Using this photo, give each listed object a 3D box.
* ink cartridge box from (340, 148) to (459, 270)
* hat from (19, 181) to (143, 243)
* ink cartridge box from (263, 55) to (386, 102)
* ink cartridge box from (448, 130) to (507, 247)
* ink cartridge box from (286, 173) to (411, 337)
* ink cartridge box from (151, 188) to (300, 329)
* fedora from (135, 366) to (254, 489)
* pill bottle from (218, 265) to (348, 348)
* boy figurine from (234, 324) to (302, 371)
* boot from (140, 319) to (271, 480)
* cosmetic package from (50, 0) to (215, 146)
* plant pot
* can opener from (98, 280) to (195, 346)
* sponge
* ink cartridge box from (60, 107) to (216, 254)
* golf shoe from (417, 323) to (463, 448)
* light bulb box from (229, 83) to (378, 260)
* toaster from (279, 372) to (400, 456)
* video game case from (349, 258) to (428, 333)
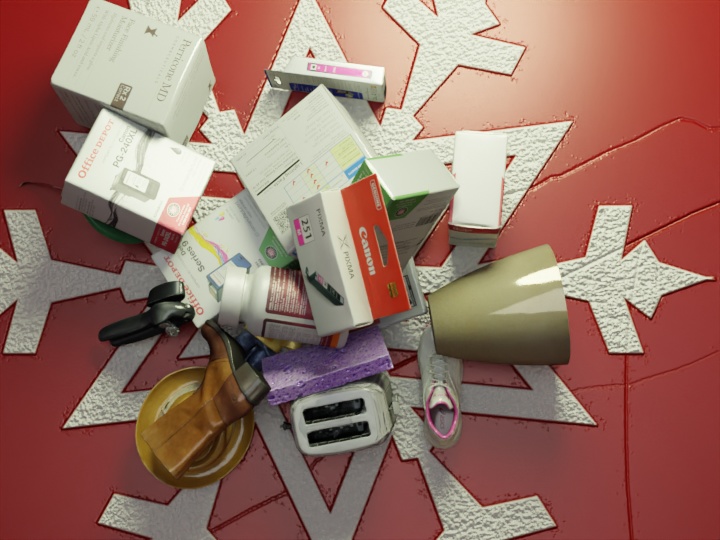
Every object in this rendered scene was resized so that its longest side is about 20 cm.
[{"bbox_3d":[0.034,-0.075,1.547,0.145,0.201,0.085,-13,58,-42],"label":"ink cartridge box"},{"bbox_3d":[-0.430,-0.125,1.756,0.165,0.176,0.201,-41,102,-31],"label":"hat"},{"bbox_3d":[-0.056,-0.318,1.725,0.198,0.095,0.038,6,82,4],"label":"ink cartridge box"},{"bbox_3d":[0.182,-0.122,1.635,0.085,0.200,0.149,4,82,4],"label":"ink cartridge box"},{"bbox_3d":[-0.020,-0.019,1.479,0.043,0.173,0.202,-11,85,-39],"label":"ink cartridge box"},{"bbox_3d":[-0.217,-0.016,1.697,0.199,0.088,0.146,-34,82,1],"label":"ink cartridge box"},{"bbox_3d":[-0.259,0.253,1.644,0.198,0.082,0.203,0,92,-13],"label":"fedora"},{"bbox_3d":[-0.114,0.053,1.600,0.198,0.110,0.111,9,83,-5],"label":"pill bottle"},{"bbox_3d":[-0.140,0.096,1.688,0.124,0.064,0.200,44,90,-2],"label":"boy figurine"},{"bbox_3d":[-0.251,0.192,1.589,0.200,0.069,0.188,-42,57,0],"label":"boot"},{"bbox_3d":[-0.364,-0.307,1.695,0.198,0.165,0.166,20,76,5],"label":"cosmetic package"},{"bbox_3d":[0.208,0.068,1.616,0.198,0.187,0.190,-9,82,2],"label":"plant pot"},{"bbox_3d":[-0.342,0.084,1.671,0.199,0.063,0.079,-26,47,33],"label":"can opener"},{"bbox_3d":[-0.053,0.145,1.614,0.198,0.112,0.030,-17,113,0],"label":"sponge"},{"bbox_3d":[-0.348,-0.140,1.627,0.198,0.083,0.146,25,64,-10],"label":"ink cartridge box"},{"bbox_3d":[0.130,0.180,1.653,0.074,0.092,0.202,-6,80,3],"label":"golf shoe"},{"bbox_3d":[-0.065,-0.143,1.647,0.198,0.125,0.201,-37,66,10],"label":"light bulb box"},{"bbox_3d":[-0.036,0.226,1.628,0.198,0.129,0.115,-10,92,1],"label":"toaster"},{"bbox_3d":[0.000,0.000,1.689,0.181,0.023,0.202,-19,82,20],"label":"video game case"}]
